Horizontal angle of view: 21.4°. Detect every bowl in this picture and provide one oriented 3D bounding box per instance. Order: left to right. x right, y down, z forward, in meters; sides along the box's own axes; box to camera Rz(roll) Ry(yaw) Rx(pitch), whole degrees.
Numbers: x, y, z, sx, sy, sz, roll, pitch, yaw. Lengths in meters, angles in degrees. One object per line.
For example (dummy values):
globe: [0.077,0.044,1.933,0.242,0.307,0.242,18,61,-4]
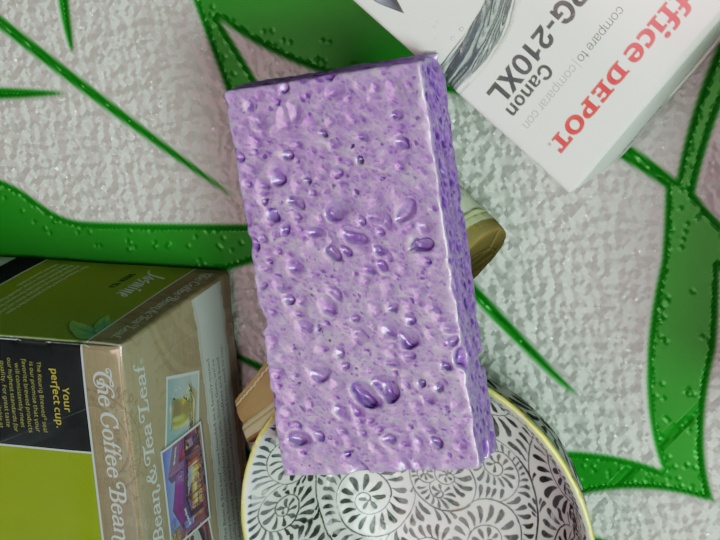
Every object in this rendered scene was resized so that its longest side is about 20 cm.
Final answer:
bowl: [0.044,0.128,1.029,0.200,0.094,0.202,8,110,22]

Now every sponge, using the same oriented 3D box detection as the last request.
sponge: [0.000,0.000,0.940,0.111,0.030,0.201,-4,101,27]

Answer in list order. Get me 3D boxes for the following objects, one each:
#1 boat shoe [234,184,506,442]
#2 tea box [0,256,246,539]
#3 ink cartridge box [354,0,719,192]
boat shoe: [-0.005,0.018,1.033,0.200,0.074,0.067,-44,74,28]
tea box: [-0.178,0.108,1.097,0.196,0.134,0.201,4,109,23]
ink cartridge box: [0.083,-0.160,0.919,0.200,0.084,0.145,42,119,6]
